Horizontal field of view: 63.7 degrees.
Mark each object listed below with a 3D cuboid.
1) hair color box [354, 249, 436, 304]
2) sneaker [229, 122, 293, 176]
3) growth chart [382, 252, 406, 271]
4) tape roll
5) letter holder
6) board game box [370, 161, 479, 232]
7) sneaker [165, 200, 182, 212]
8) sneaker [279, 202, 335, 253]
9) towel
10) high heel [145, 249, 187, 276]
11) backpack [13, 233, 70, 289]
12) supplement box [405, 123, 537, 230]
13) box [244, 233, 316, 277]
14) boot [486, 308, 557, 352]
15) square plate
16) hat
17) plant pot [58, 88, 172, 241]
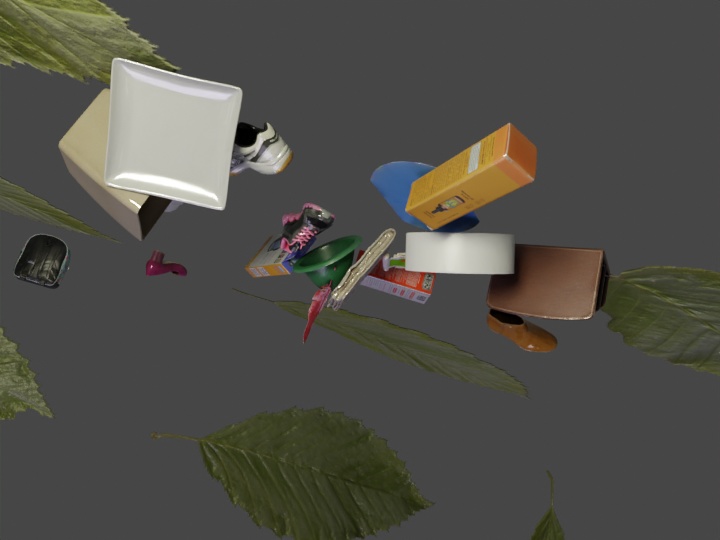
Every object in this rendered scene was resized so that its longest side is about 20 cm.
[{"bbox_3d":[0.081,0.018,1.453,0.198,0.062,0.102,18,163,1],"label":"hair color box"},{"bbox_3d":[-0.209,-0.219,1.009,0.198,0.076,0.088,2,142,32],"label":"sneaker"},{"bbox_3d":[0.141,-0.018,1.296,0.198,0.018,0.145,1,166,11],"label":"growth chart"},{"bbox_3d":[0.182,-0.032,1.062,0.200,0.072,0.202,1,-179,0],"label":"tape roll"},{"bbox_3d":[0.358,0.037,1.109,0.198,0.143,0.101,5,160,32],"label":"letter holder"},{"bbox_3d":[0.114,-0.136,0.990,0.157,0.039,0.200,4,151,39],"label":"board game box"},{"bbox_3d":[-0.401,-0.177,1.305,0.088,0.076,0.200,9,164,-15],"label":"sneaker"},{"bbox_3d":[-0.123,-0.085,1.273,0.079,0.096,0.199,27,159,-23],"label":"sneaker"},{"bbox_3d":[0.000,0.000,1.265,0.034,0.200,0.133,40,163,3],"label":"towel"},{"bbox_3d":[-0.705,0.006,2.098,0.067,0.097,0.200,8,161,26],"label":"high heel"},{"bbox_3d":[-1.263,-0.039,2.321,0.176,0.202,0.150,17,167,-13],"label":"backpack"},{"bbox_3d":[0.156,-0.130,0.845,0.066,0.069,0.199,31,144,-27],"label":"supplement box"},{"bbox_3d":[-0.192,-0.041,1.422,0.199,0.119,0.042,-2,135,49],"label":"box"},{"bbox_3d":[0.429,0.157,1.529,0.199,0.071,0.144,18,166,14],"label":"boot"},{"bbox_3d":[-0.298,-0.212,0.921,0.196,0.202,0.028,12,-158,-8],"label":"square plate"},{"bbox_3d":[-0.053,0.037,1.330,0.199,0.166,0.177,-13,110,33],"label":"hat"},{"bbox_3d":[-0.420,-0.203,1.052,0.176,0.201,0.200,33,160,-10],"label":"plant pot"}]
